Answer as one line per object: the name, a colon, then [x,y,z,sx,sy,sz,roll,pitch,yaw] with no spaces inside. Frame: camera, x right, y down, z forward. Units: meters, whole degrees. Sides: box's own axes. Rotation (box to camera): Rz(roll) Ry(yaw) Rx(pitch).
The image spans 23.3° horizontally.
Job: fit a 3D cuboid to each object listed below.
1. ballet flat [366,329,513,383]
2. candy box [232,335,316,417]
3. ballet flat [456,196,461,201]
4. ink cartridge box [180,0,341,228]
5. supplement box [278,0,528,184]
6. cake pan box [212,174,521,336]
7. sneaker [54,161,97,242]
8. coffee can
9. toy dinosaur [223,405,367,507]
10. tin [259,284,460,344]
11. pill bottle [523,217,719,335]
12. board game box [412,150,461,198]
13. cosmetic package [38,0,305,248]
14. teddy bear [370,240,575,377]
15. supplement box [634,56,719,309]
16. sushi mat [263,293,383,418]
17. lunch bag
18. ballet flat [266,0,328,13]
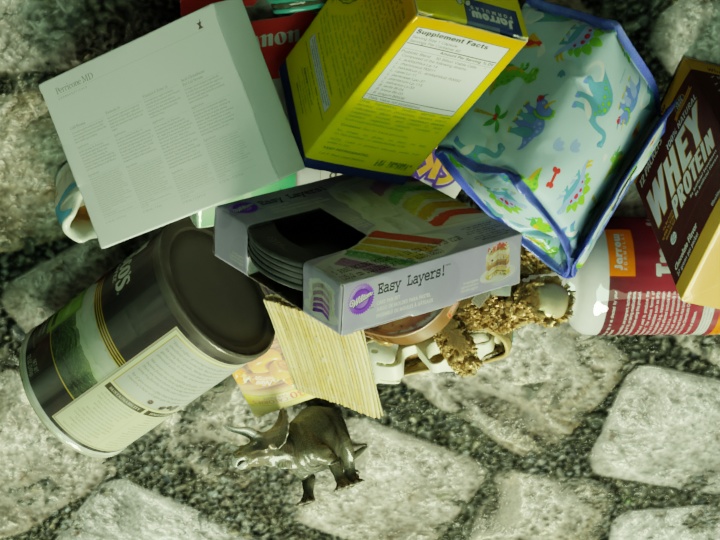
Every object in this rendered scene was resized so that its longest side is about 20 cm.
ballet flat: [0.049,0.074,1.659,0.198,0.063,0.069,-14,127,2]
candy box: [-0.035,0.058,1.710,0.198,0.056,0.116,-20,127,7]
ballet flat: [0.047,-0.071,1.638,0.067,0.046,0.200,-44,130,-9]
ink cartridge box: [-0.076,-0.146,1.521,0.160,0.050,0.202,-12,126,-24]
supplement box: [0.031,-0.177,1.431,0.108,0.110,0.200,8,143,-31]
cake pan box: [0.001,-0.020,1.438,0.199,0.184,0.053,-15,118,-34]
sneaker: [-0.179,-0.076,1.579,0.198,0.081,0.077,-18,125,4]
coffee can: [-0.198,0.064,1.622,0.199,0.147,0.146,-35,123,28]
toy dinosaur: [-0.038,0.174,1.751,0.077,0.103,0.199,-27,171,37]
tin: [0.000,0.000,1.578,0.198,0.113,0.042,14,172,26]
pill bottle: [0.259,0.006,1.672,0.198,0.113,0.114,-1,127,-7]
board game box: [0.072,-0.130,1.557,0.095,0.030,0.201,26,109,-24]
cosmetic package: [-0.160,-0.121,1.461,0.199,0.052,0.152,-18,97,32]
teddy bear: [0.100,0.022,1.610,0.199,0.146,0.067,-27,165,2]
supplement box: [0.376,-0.067,1.578,0.195,0.201,0.134,11,125,-15]
sushi mat: [-0.031,0.081,1.611,0.095,0.012,0.200,20,156,16]
lunch bag: [0.183,-0.106,1.515,0.171,0.127,0.200,-56,141,-9]
ballet flat: [0.016,-0.257,1.477,0.198,0.067,0.071,-6,103,-15]
